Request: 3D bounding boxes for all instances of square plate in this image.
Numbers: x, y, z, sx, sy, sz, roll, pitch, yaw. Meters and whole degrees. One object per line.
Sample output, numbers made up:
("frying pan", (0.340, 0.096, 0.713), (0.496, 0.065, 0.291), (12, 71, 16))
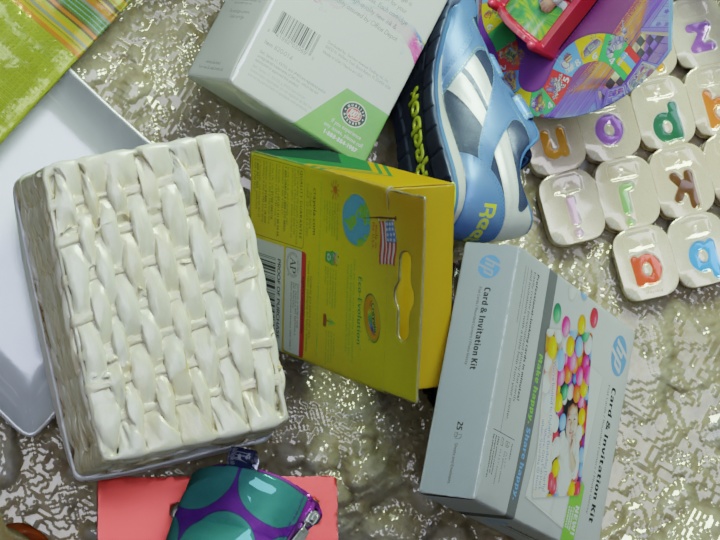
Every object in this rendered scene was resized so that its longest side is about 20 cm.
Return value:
("square plate", (-0.219, -0.028, 1.510), (0.200, 0.028, 0.198), (42, 76, 1))

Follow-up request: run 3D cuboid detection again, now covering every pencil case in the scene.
("pencil case", (-0.085, 0.215, 1.416), (0.092, 0.085, 0.201), (-1, 59, 28))

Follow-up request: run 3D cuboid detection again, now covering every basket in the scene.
("basket", (-0.126, 0.021, 1.437), (0.135, 0.123, 0.201), (-12, 88, -15))

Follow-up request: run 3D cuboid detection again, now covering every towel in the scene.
("towel", (-0.231, -0.146, 1.510), (0.086, 0.018, 0.200), (39, 74, 3))

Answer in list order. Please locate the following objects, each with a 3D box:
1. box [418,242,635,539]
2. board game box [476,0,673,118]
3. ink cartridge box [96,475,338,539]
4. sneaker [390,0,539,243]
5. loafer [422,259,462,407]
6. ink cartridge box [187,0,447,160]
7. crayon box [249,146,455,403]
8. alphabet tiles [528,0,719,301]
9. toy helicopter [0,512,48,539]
("box", (0.108, 0.085, 1.458), (0.041, 0.200, 0.157), (5, 76, 28))
("board game box", (0.129, -0.202, 1.537), (0.039, 0.158, 0.201), (17, 73, -49))
("ink cartridge box", (-0.088, 0.229, 1.471), (0.162, 0.057, 0.201), (1, 84, -8))
("sneaker", (0.069, -0.101, 1.537), (0.082, 0.074, 0.201), (13, 58, -24))
("loafer", (0.056, 0.025, 1.517), (0.071, 0.073, 0.200), (-30, 85, -11))
("ink cartridge box", (-0.011, -0.184, 1.520), (0.117, 0.067, 0.201), (31, 82, -29))
("crayon box", (0.000, 0.000, 1.434), (0.051, 0.200, 0.128), (-5, 103, -31))
("alphabet tiles", (0.211, -0.084, 1.592), (0.199, 0.015, 0.196), (-14, 81, -11))
("toy helicopter", (-0.266, 0.190, 1.398), (0.200, 0.079, 0.133), (38, 81, -34))
